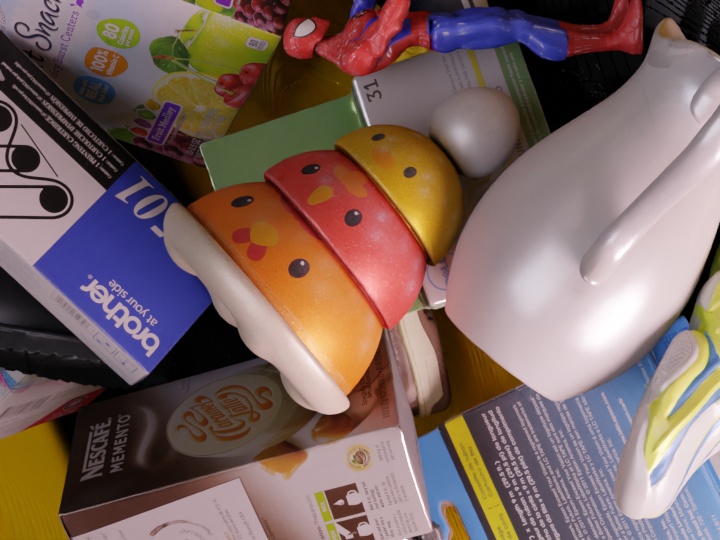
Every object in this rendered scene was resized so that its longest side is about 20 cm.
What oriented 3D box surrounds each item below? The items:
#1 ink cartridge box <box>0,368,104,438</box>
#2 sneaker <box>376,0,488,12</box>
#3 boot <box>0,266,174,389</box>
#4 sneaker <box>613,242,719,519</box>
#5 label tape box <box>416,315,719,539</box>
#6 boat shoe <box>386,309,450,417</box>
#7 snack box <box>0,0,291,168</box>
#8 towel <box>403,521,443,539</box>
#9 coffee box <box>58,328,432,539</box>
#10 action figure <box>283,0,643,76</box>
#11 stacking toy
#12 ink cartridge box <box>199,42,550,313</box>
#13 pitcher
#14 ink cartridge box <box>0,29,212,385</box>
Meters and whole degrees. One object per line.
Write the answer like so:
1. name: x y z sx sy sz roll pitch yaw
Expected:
1. ink cartridge box: -0.220 0.039 1.033 0.200 0.147 0.086 -42 75 32
2. sneaker: -0.013 -0.202 0.853 0.200 0.079 0.078 46 162 3
3. boot: -0.203 -0.017 0.892 0.197 0.073 0.163 10 71 1
4. sneaker: 0.213 0.053 0.732 0.105 0.076 0.200 26 81 11
5. label tape box: 0.133 0.132 0.850 0.200 0.063 0.145 -30 81 36
6. boat shoe: 0.001 0.000 0.897 0.075 0.075 0.203 -13 91 -5
7. snack box: -0.159 -0.155 0.856 0.169 0.199 0.068 131 154 -57
8. towel: 0.004 0.233 0.915 0.200 0.085 0.166 3 102 65
9. coffee box: -0.067 0.117 0.834 0.199 0.114 0.080 -16 118 4
10. action figure: 0.052 -0.161 0.789 0.199 0.065 0.099 -7 107 2
11. stacking toy: 0.005 -0.033 0.773 0.200 0.146 0.146 -42 71 -6
12. ink cartridge box: 0.018 -0.045 0.839 0.199 0.048 0.146 -18 86 -4
13. pitcher: 0.134 -0.030 0.721 0.121 0.172 0.200 38 98 1
14. ink cartridge box: -0.173 -0.036 0.825 0.200 0.094 0.044 44 153 -8
